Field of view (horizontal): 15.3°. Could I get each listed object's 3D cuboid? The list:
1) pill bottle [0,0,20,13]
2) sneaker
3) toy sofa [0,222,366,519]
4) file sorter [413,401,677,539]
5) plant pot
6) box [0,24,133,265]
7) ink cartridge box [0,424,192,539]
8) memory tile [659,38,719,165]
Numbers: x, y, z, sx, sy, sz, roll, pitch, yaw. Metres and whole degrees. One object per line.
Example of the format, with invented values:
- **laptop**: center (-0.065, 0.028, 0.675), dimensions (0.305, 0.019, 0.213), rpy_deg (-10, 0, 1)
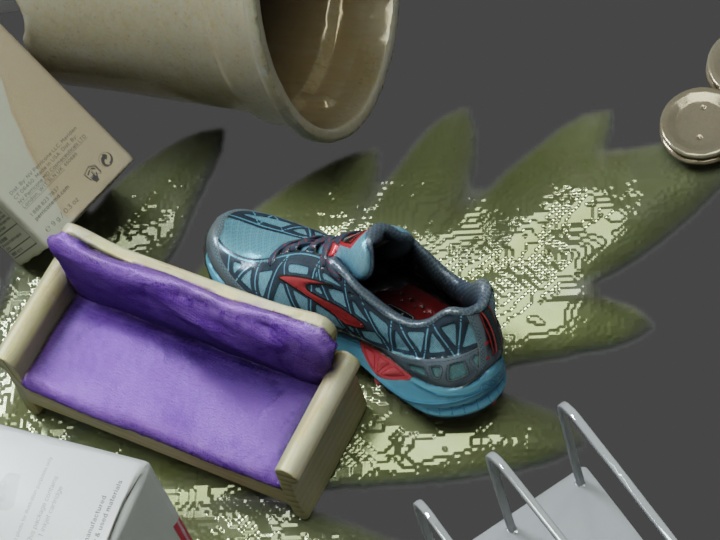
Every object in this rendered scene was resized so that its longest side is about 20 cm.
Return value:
- **pill bottle**: center (-0.242, -0.269, 1.721), dimensions (0.112, 0.112, 0.201), rpy_deg (-14, 57, 3)
- **sneaker**: center (0.000, 0.000, 1.517), dimensions (0.199, 0.096, 0.079), rpy_deg (25, 49, 21)
- **toy sofa**: center (-0.103, 0.056, 1.511), dimensions (0.199, 0.098, 0.083), rpy_deg (20, 65, 21)
- **file sorter**: center (0.069, 0.183, 1.384), dimensions (0.199, 0.125, 0.139), rpy_deg (-32, 59, -9)
- **plant pot**: center (-0.100, -0.177, 1.599), dimensions (0.183, 0.201, 0.201), rpy_deg (1, 60, 25)
- **box**: center (-0.237, -0.103, 1.578), dimensions (0.200, 0.095, 0.078), rpy_deg (46, 73, -9)
- **ink cartridge box**: center (-0.201, 0.144, 1.450), dimensions (0.199, 0.146, 0.085), rpy_deg (14, 64, 19)
- **memory tile**: center (0.283, -0.115, 1.580), dimensions (0.153, 0.017, 0.200), rpy_deg (29, 69, 25)
